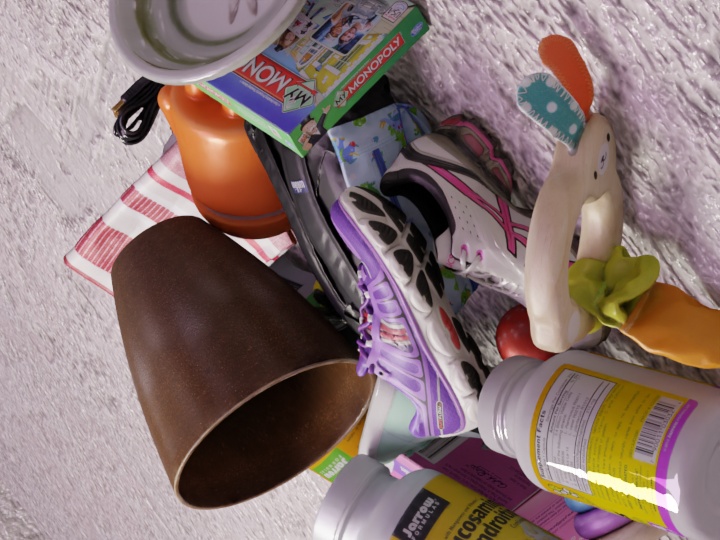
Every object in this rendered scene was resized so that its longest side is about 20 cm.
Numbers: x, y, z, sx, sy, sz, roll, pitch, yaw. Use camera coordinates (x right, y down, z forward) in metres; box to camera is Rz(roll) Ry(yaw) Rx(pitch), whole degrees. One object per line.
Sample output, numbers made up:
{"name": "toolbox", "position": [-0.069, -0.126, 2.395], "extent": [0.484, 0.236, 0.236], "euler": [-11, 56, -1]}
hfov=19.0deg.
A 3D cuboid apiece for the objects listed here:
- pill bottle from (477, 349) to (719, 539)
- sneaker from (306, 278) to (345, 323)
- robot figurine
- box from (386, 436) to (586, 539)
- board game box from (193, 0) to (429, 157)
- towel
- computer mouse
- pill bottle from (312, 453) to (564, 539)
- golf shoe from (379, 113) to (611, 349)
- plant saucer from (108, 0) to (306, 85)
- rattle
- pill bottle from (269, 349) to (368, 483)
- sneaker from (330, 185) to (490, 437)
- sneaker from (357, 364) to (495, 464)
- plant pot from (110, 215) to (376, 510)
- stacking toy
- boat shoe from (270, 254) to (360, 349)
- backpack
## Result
{"name": "pill bottle", "position": [0.178, 0.115, 1.494], "extent": [0.200, 0.104, 0.105], "euler": [15, 136, 44]}
{"name": "sneaker", "position": [0.000, 0.000, 1.810], "extent": [0.078, 0.086, 0.200], "euler": [13, 169, -3]}
{"name": "robot figurine", "position": [-0.094, -0.108, 1.778], "extent": [0.200, 0.143, 0.117], "euler": [81, -174, -47]}
{"name": "box", "position": [0.120, 0.219, 1.814], "extent": [0.176, 0.097, 0.201], "euler": [30, 147, 47]}
{"name": "board game box", "position": [-0.060, -0.175, 1.583], "extent": [0.200, 0.135, 0.029], "euler": [34, 165, 42]}
{"name": "towel", "position": [-0.159, -0.024, 1.932], "extent": [0.144, 0.023, 0.200], "euler": [36, 127, -19]}
{"name": "computer mouse", "position": [-0.140, -0.100, 1.932], "extent": [0.044, 0.110, 0.200], "euler": [15, 145, 49]}
{"name": "pill bottle", "position": [0.067, 0.222, 1.650], "extent": [0.199, 0.112, 0.112], "euler": [27, 149, 18]}
{"name": "golf shoe", "position": [0.097, -0.014, 1.544], "extent": [0.200, 0.092, 0.073], "euler": [49, 154, 13]}
{"name": "plant saucer", "position": [-0.094, -0.217, 1.564], "extent": [0.200, 0.201, 0.050], "euler": [35, 180, 42]}
{"name": "rattle", "position": [0.175, -0.041, 1.378], "extent": [0.143, 0.130, 0.201], "euler": [20, 113, 40]}
{"name": "pill bottle", "position": [-0.022, 0.123, 1.895], "extent": [0.200, 0.111, 0.111], "euler": [33, 161, -10]}
{"name": "sneaker", "position": [0.023, 0.036, 1.552], "extent": [0.201, 0.083, 0.081], "euler": [64, -163, -12]}
{"name": "sneaker", "position": [0.064, 0.121, 1.692], "extent": [0.118, 0.074, 0.201], "euler": [14, 160, 1]}
{"name": "plant pot", "position": [-0.117, 0.059, 1.755], "extent": [0.200, 0.186, 0.187], "euler": [55, 160, 26]}
{"name": "stacking toy", "position": [0.161, 0.117, 1.614], "extent": [0.201, 0.085, 0.085], "euler": [59, 158, 1]}
{"name": "boat shoe", "position": [-0.072, 0.028, 1.989], "extent": [0.200, 0.069, 0.057], "euler": [27, 145, 47]}
{"name": "backpack", "position": [0.010, -0.043, 1.642], "extent": [0.163, 0.153, 0.201], "euler": [-14, 89, 64]}
